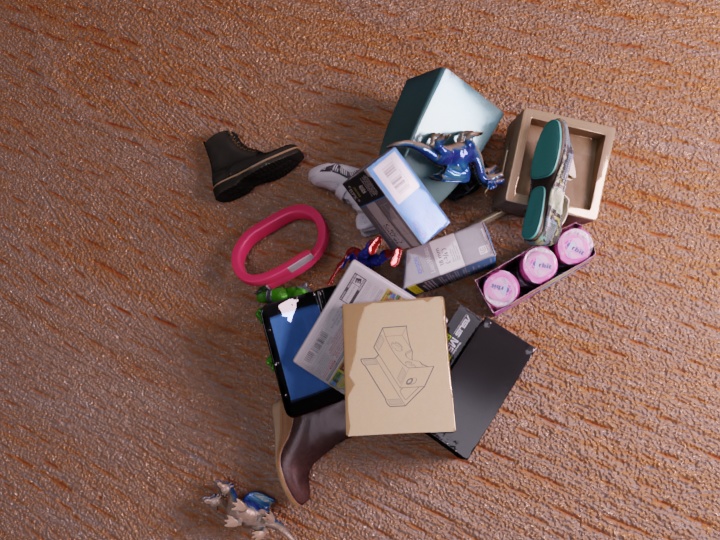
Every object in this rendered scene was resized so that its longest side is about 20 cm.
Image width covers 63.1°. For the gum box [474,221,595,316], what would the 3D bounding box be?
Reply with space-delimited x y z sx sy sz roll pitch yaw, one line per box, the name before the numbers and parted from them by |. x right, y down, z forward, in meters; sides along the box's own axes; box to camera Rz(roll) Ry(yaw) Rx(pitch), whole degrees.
gum box | 0.298 0.000 0.998 0.199 0.113 0.066 -31 77 7

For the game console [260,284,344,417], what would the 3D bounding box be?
game console | -0.051 0.133 0.991 0.171 0.118 0.202 -13 93 35

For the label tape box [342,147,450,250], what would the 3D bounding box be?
label tape box | 0.043 -0.107 0.961 0.063 0.200 0.145 -40 100 -14

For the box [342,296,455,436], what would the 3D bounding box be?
box | 0.055 0.144 0.890 0.162 0.021 0.202 -5 74 10

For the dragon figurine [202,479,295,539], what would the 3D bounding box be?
dragon figurine | -0.193 0.444 1.074 0.199 0.099 0.059 23 85 -5

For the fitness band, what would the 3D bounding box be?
fitness band | -0.154 -0.046 1.125 0.199 0.037 0.144 -29 53 3

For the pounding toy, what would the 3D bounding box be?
pounding toy | 0.306 -0.152 1.021 0.182 0.142 0.202 13 88 0

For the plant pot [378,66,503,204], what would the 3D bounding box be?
plant pot | 0.118 -0.218 1.023 0.141 0.141 0.201 29 86 -23

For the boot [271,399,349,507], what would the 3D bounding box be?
boot | -0.071 0.313 1.063 0.165 0.072 0.202 -15 76 13

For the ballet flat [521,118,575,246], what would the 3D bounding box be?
ballet flat | 0.303 -0.134 0.924 0.074 0.074 0.202 14 90 14

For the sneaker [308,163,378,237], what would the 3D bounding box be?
sneaker | -0.012 -0.132 1.107 0.198 0.075 0.116 11 82 11

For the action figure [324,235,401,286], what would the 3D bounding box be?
action figure | 0.000 0.000 1.030 0.065 0.200 0.100 30 81 -11

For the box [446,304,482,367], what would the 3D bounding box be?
box | 0.137 0.157 0.992 0.044 0.160 0.201 34 90 16

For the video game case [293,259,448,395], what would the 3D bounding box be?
video game case | 0.014 0.114 0.955 0.181 0.023 0.201 32 101 2

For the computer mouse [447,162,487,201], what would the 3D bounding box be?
computer mouse | 0.156 -0.132 1.094 0.199 0.034 0.059 -38 58 13

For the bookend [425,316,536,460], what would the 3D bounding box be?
bookend | 0.186 0.203 0.973 0.092 0.199 0.201 33 80 15

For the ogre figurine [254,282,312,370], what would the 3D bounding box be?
ogre figurine | -0.123 0.107 1.096 0.119 0.098 0.201 -29 54 24

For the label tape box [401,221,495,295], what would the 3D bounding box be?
label tape box | 0.130 -0.008 1.014 0.199 0.144 0.064 -21 79 9

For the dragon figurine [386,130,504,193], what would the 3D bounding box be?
dragon figurine | 0.145 -0.170 0.943 0.198 0.059 0.100 -8 107 -17

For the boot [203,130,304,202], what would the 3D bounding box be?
boot | -0.223 -0.241 1.175 0.199 0.077 0.139 -23 73 8
